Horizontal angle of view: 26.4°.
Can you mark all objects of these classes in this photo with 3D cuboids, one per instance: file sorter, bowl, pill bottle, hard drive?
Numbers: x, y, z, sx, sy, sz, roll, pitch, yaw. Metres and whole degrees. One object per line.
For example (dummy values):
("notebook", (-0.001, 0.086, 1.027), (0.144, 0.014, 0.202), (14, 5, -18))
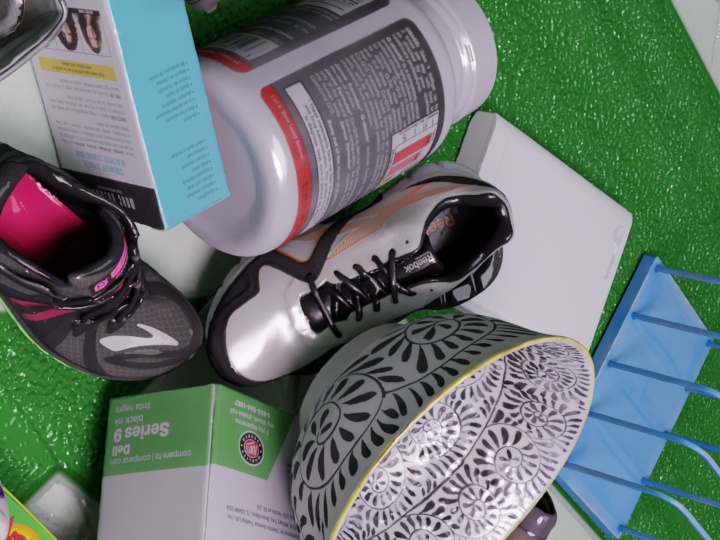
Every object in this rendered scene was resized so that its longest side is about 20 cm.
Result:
("file sorter", (0.263, 0.116, 1.245), (0.139, 0.122, 0.201), (46, 67, -43))
("bowl", (0.027, 0.091, 0.856), (0.200, 0.094, 0.201), (-32, 146, -25))
("pill bottle", (-0.017, -0.098, 0.885), (0.200, 0.116, 0.116), (-32, 122, -38))
("hard drive", (0.125, -0.017, 1.130), (0.200, 0.026, 0.132), (28, 79, -47))

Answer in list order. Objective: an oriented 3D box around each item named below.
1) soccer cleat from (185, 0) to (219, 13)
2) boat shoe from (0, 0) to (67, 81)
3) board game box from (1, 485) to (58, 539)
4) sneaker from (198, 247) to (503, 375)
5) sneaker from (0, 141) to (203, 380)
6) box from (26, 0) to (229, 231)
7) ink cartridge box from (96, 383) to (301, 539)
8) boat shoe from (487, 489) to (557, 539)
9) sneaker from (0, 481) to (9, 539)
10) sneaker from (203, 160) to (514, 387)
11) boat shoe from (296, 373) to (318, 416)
("soccer cleat", (-0.075, -0.199, 0.778), (0.073, 0.068, 0.200), (46, 26, -27))
("boat shoe", (-0.221, -0.095, 0.695), (0.200, 0.071, 0.072), (-41, 127, -33))
("board game box", (-0.181, 0.206, 0.836), (0.102, 0.047, 0.200), (-55, 135, -23))
("sneaker", (-0.010, 0.012, 0.955), (0.199, 0.079, 0.076), (-15, 103, -21))
("sneaker", (-0.146, 0.003, 0.794), (0.200, 0.084, 0.077), (42, 70, -45))
("box", (-0.129, -0.125, 0.780), (0.049, 0.082, 0.201), (-33, 123, -37))
("ink cartridge box", (-0.076, 0.180, 0.862), (0.146, 0.084, 0.201), (31, 56, -52))
("boat shoe", (0.084, 0.114, 1.003), (0.072, 0.200, 0.065), (33, 114, -28))
("sneaker", (-0.262, 0.093, 0.714), (0.199, 0.084, 0.081), (17, 132, -38))
("sneaker", (0.000, 0.000, 0.874), (0.200, 0.080, 0.074), (-34, 109, -13))
("boat shoe", (0.002, 0.132, 1.010), (0.068, 0.056, 0.201), (-17, 113, -44))
